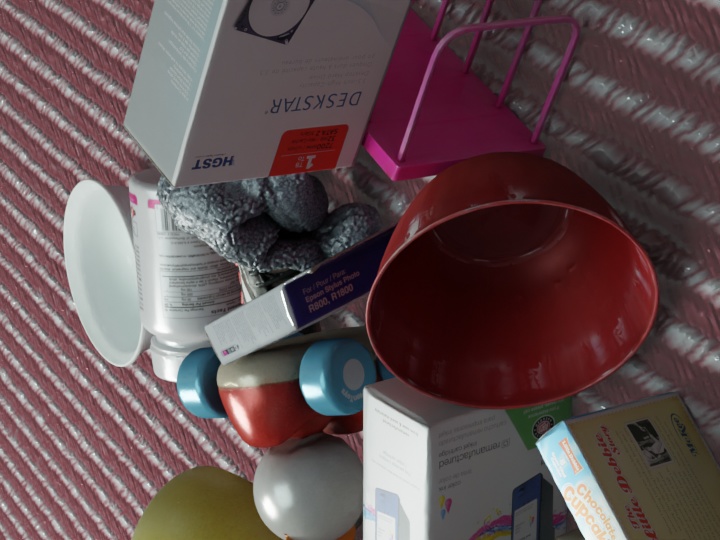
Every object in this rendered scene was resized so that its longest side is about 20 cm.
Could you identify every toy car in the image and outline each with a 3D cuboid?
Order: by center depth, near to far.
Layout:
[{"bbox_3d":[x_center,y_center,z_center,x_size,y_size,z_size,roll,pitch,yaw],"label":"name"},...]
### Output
[{"bbox_3d":[-0.032,0.153,1.332,0.184,0.176,0.201,-6,93,43],"label":"toy car"}]

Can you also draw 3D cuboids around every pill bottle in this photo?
[{"bbox_3d":[-0.165,0.002,1.568,0.113,0.113,0.201,20,117,53],"label":"pill bottle"}]

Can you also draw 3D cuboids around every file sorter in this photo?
[{"bbox_3d":[0.044,-0.181,1.156,0.200,0.138,0.126,51,136,35],"label":"file sorter"}]

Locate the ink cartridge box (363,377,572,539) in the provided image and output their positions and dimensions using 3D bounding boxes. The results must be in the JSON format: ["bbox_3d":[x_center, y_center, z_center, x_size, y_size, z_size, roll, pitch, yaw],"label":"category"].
[{"bbox_3d":[0.081,0.178,1.213,0.087,0.145,0.201,27,122,50],"label":"ink cartridge box"}]

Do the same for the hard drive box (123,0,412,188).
[{"bbox_3d":[-0.054,-0.163,1.045,0.077,0.155,0.201,49,134,34],"label":"hard drive box"}]

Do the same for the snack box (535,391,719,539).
[{"bbox_3d":[0.208,0.181,1.040,0.037,0.116,0.201,-48,60,44],"label":"snack box"}]

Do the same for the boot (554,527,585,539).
[{"bbox_3d":[0.192,0.296,1.160,0.200,0.064,0.187,55,134,30],"label":"boot"}]

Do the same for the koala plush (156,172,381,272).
[{"bbox_3d":[-0.059,-0.117,1.328,0.178,0.183,0.200,55,130,31],"label":"koala plush"}]

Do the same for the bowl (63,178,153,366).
[{"bbox_3d":[-0.238,-0.005,1.701,0.201,0.090,0.202,27,123,51],"label":"bowl"}]

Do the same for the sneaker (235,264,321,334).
[{"bbox_3d":[-0.075,0.017,1.456,0.098,0.070,0.202,160,97,-79],"label":"sneaker"}]

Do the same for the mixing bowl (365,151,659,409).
[{"bbox_3d":[0.101,-0.008,1.107,0.109,0.199,0.201,-92,17,-46],"label":"mixing bowl"}]

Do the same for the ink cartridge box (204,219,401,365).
[{"bbox_3d":[0.000,0.000,1.225,0.200,0.196,0.043,-24,93,60],"label":"ink cartridge box"}]

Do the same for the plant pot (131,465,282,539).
[{"bbox_3d":[-0.111,0.302,1.546,0.141,0.200,0.201,7,107,35],"label":"plant pot"}]

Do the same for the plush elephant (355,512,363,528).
[{"bbox_3d":[-0.008,0.330,1.420,0.201,0.154,0.165,-60,-1,6],"label":"plush elephant"}]
